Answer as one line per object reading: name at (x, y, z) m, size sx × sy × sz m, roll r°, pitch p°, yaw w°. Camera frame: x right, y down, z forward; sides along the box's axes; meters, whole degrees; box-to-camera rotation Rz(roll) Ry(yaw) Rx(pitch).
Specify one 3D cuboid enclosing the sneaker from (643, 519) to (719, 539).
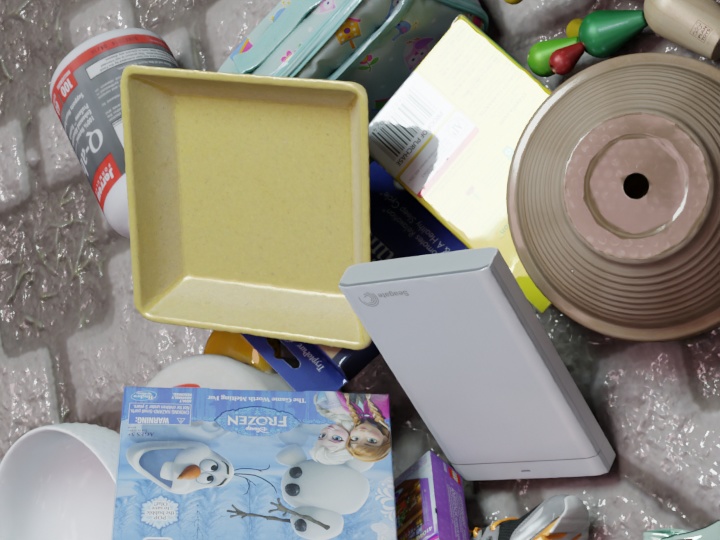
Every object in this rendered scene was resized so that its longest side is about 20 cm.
sneaker at (0.206, 0.245, 1.235) m, size 0.200 × 0.074 × 0.119 m, roll -36°, pitch 68°, yaw 23°

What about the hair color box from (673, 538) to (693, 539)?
hair color box at (0.195, 0.286, 1.158) m, size 0.110 × 0.064 × 0.201 m, roll -28°, pitch 72°, yaw 26°

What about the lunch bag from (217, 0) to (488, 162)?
lunch bag at (-0.011, -0.162, 1.391) m, size 0.200 × 0.160 × 0.077 m, roll -45°, pitch 58°, yaw 25°

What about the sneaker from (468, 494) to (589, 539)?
sneaker at (0.087, 0.220, 1.333) m, size 0.200 × 0.078 × 0.078 m, roll -44°, pitch 56°, yaw 27°

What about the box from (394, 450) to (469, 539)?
box at (-0.001, 0.242, 1.336) m, size 0.200 × 0.039 × 0.137 m, roll -42°, pitch 24°, yaw 21°

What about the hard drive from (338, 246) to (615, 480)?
hard drive at (0.084, 0.072, 1.292) m, size 0.131 × 0.201 × 0.027 m, roll -7°, pitch 37°, yaw 38°

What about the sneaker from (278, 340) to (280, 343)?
sneaker at (-0.088, -0.017, 1.448) m, size 0.090 × 0.066 × 0.202 m, roll 32°, pitch 138°, yaw 55°

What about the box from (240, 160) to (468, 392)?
box at (0.000, 0.000, 1.388) m, size 0.200 × 0.032 × 0.121 m, roll -43°, pitch 58°, yaw -8°

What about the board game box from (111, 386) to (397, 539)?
board game box at (-0.074, 0.170, 1.273) m, size 0.200 × 0.198 × 0.044 m, roll -93°, pitch 6°, yaw -45°

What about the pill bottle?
pill bottle at (-0.180, -0.099, 1.547) m, size 0.116 × 0.115 × 0.201 m, roll -42°, pitch 62°, yaw 27°

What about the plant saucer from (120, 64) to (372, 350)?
plant saucer at (-0.076, -0.053, 1.343) m, size 0.198 × 0.048 × 0.202 m, roll 7°, pitch 111°, yaw 22°

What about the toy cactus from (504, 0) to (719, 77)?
toy cactus at (0.196, -0.212, 1.287) m, size 0.165 × 0.102 × 0.201 m, roll 39°, pitch 101°, yaw 23°

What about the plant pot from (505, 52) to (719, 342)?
plant pot at (0.192, -0.053, 1.222) m, size 0.199 × 0.093 × 0.203 m, roll -1°, pitch 86°, yaw 14°

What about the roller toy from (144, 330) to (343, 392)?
roller toy at (-0.098, 0.158, 1.442) m, size 0.200 × 0.139 × 0.183 m, roll -47°, pitch 60°, yaw 24°

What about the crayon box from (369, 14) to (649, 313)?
crayon box at (0.108, -0.075, 1.329) m, size 0.127 × 0.051 × 0.200 m, roll -48°, pitch 69°, yaw 8°

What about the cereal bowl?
cereal bowl at (-0.199, 0.215, 1.390) m, size 0.199 × 0.083 × 0.202 m, roll 5°, pitch 97°, yaw 43°
